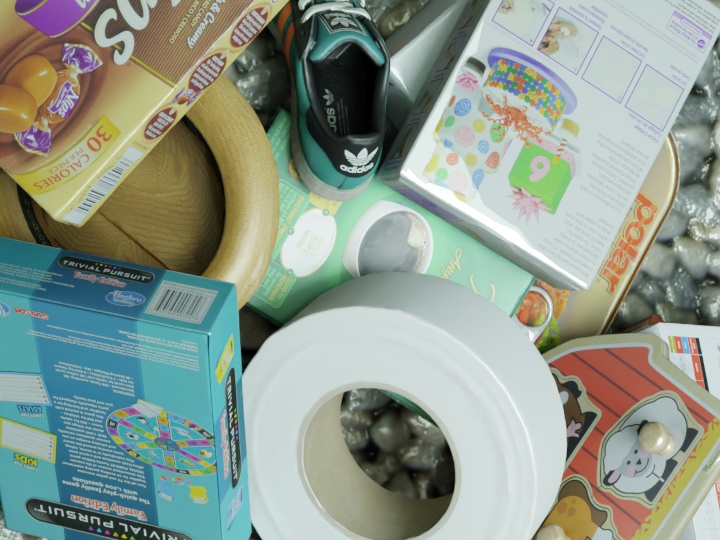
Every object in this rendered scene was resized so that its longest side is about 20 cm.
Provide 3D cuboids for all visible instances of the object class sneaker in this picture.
[{"bbox_3d":[-0.017,-0.150,1.227,0.071,0.080,0.202,-7,74,-20],"label":"sneaker"}]

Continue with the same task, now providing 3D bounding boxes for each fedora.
[{"bbox_3d":[-0.139,-0.044,1.204,0.199,0.082,0.203,-1,84,7],"label":"fedora"}]

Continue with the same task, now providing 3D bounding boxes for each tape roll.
[{"bbox_3d":[0.022,0.107,1.199,0.201,0.071,0.204,7,110,19],"label":"tape roll"}]

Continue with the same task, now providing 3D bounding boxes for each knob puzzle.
[{"bbox_3d":[0.128,0.121,1.247,0.030,0.219,0.221,30,84,-39],"label":"knob puzzle"}]

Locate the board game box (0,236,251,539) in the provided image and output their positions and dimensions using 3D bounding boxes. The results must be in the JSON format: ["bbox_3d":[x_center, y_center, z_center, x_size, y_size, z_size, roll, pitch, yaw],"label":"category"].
[{"bbox_3d":[-0.144,0.083,1.158,0.150,0.047,0.201,11,131,14],"label":"board game box"}]

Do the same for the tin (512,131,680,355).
[{"bbox_3d":[0.140,-0.027,1.338,0.111,0.042,0.201,31,85,-14],"label":"tin"}]

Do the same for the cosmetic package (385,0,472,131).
[{"bbox_3d":[0.106,-0.157,1.297,0.200,0.071,0.102,-41,104,-12],"label":"cosmetic package"}]

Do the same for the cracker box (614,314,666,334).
[{"bbox_3d":[0.203,0.150,1.319,0.134,0.058,0.201,36,54,-18],"label":"cracker box"}]

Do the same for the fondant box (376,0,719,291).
[{"bbox_3d":[0.120,-0.109,1.234,0.144,0.058,0.201,30,81,-15],"label":"fondant box"}]

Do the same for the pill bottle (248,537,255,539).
[{"bbox_3d":[-0.037,0.262,1.209,0.199,0.113,0.114,36,81,26],"label":"pill bottle"}]

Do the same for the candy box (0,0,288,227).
[{"bbox_3d":[-0.141,-0.138,1.142,0.117,0.056,0.200,44,94,9],"label":"candy box"}]

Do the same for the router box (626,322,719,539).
[{"bbox_3d":[0.260,0.140,1.295,0.178,0.049,0.202,6,68,-34],"label":"router box"}]

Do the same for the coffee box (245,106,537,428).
[{"bbox_3d":[0.000,0.000,1.269,0.199,0.044,0.124,31,85,-5],"label":"coffee box"}]
